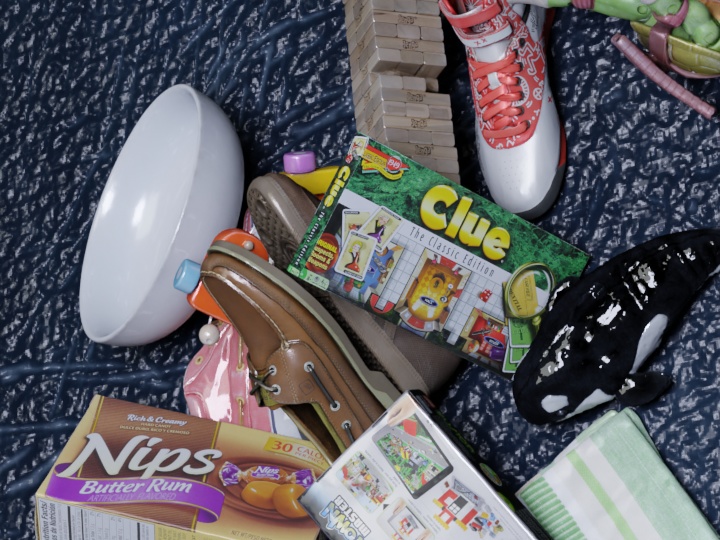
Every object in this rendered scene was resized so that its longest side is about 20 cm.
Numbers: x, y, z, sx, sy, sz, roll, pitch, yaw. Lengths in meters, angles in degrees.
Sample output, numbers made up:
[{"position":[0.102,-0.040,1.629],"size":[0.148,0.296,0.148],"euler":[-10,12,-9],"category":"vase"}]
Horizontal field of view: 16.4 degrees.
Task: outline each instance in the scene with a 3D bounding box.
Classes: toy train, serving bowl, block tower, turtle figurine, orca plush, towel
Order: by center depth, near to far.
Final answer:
[{"position":[0.177,0.029,1.649],"size":[0.199,0.071,0.106],"euler":[-26,67,15],"category":"orca plush"},{"position":[0.141,0.207,1.663],"size":[0.200,0.023,0.153],"euler":[-41,60,14],"category":"towel"},{"position":[0.205,-0.214,1.664],"size":[0.193,0.201,0.144],"euler":[14,47,27],"category":"turtle figurine"},{"position":[0.028,-0.123,1.735],"size":[0.054,0.057,0.201],"euler":[133,138,-59],"category":"block tower"},{"position":[-0.027,-0.001,1.758],"size":[0.056,0.199,0.151],"euler":[-148,78,-74],"category":"toy train"},{"position":[-0.138,-0.033,1.844],"size":[0.200,0.065,0.201],"euler":[-47,31,41],"category":"serving bowl"}]

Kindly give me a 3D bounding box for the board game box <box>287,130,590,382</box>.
[{"position":[0.055,-0.005,1.675],"size":[0.023,0.199,0.105],"euler":[25,90,60],"category":"board game box"}]

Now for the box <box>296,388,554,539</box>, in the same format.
[{"position":[0.062,0.188,1.646],"size":[0.110,0.035,0.200],"euler":[-44,77,12],"category":"box"}]

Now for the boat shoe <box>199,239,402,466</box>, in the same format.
[{"position":[-0.042,0.066,1.690],"size":[0.068,0.200,0.072],"euler":[-49,13,-18],"category":"boat shoe"}]

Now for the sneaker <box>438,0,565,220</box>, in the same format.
[{"position":[0.093,-0.142,1.737],"size":[0.067,0.108,0.203],"euler":[-6,73,30],"category":"sneaker"}]

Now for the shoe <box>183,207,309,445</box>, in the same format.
[{"position":[-0.084,0.042,1.816],"size":[0.090,0.071,0.201],"euler":[-12,74,24],"category":"shoe"}]

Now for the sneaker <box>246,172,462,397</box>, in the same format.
[{"position":[0.000,0.000,1.710],"size":[0.076,0.200,0.070],"euler":[-43,22,-18],"category":"sneaker"}]

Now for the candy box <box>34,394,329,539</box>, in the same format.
[{"position":[-0.114,0.160,1.740],"size":[0.199,0.057,0.117],"euler":[13,39,12],"category":"candy box"}]
